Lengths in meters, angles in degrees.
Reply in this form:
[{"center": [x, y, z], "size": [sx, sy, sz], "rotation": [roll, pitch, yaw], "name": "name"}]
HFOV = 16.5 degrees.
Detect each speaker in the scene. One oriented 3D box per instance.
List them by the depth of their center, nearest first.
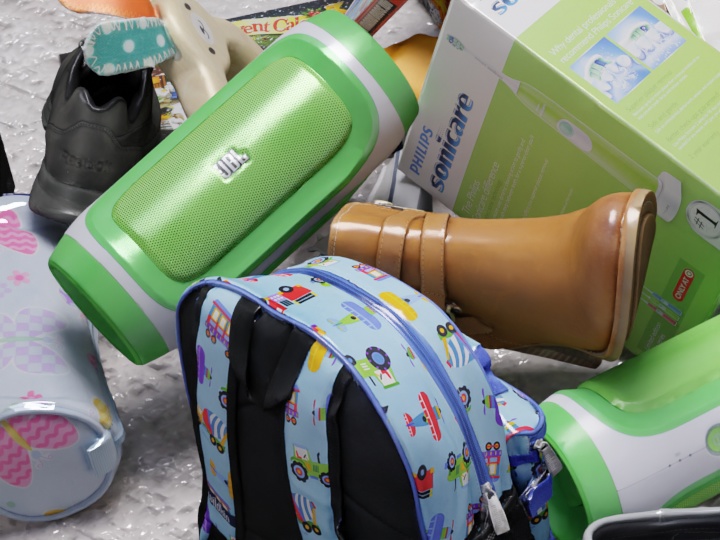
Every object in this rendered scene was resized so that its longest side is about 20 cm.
[{"center": [0.179, 0.068, 1.249], "size": [0.199, 0.089, 0.088], "rotation": [-25, 41, -19], "name": "speaker"}, {"center": [-0.066, -0.044, 1.299], "size": [0.200, 0.089, 0.088], "rotation": [-43, 46, -11], "name": "speaker"}]

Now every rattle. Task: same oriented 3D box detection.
[{"center": [-0.051, -0.125, 1.373], "size": [0.142, 0.200, 0.131], "rotation": [-19, 39, 31], "name": "rattle"}]

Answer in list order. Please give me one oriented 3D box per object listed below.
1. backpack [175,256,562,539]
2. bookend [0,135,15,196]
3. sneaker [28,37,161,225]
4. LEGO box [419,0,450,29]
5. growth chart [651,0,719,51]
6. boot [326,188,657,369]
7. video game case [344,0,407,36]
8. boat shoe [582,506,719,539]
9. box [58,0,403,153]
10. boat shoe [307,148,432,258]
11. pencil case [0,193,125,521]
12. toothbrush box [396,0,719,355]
[{"center": [0.001, 0.076, 1.182], "size": [0.134, 0.201, 0.182], "rotation": [-34, 44, -29], "name": "backpack"}, {"center": [-0.332, -0.025, 1.462], "size": [0.199, 0.092, 0.199], "rotation": [-1, 37, 12], "name": "bookend"}, {"center": [-0.145, -0.098, 1.433], "size": [0.076, 0.091, 0.200], "rotation": [10, 25, -10], "name": "sneaker"}, {"center": [0.137, -0.215, 1.614], "size": [0.199, 0.077, 0.149], "rotation": [-18, 40, -11], "name": "LEGO box"}, {"center": [0.230, -0.153, 1.505], "size": [0.144, 0.018, 0.201], "rotation": [-10, 65, -7], "name": "growth chart"}, {"center": [0.062, -0.010, 1.237], "size": [0.154, 0.200, 0.077], "rotation": [17, 80, -1], "name": "boot"}, {"center": [0.041, -0.199, 1.458], "size": [0.017, 0.200, 0.143], "rotation": [35, 69, -7], "name": "video game case"}, {"center": [0.201, 0.138, 1.169], "size": [0.199, 0.069, 0.072], "rotation": [0, 39, 12], "name": "boat shoe"}, {"center": [-0.084, -0.106, 1.554], "size": [0.199, 0.038, 0.137], "rotation": [-13, 39, -4], "name": "box"}, {"center": [0.000, 0.000, 1.378], "size": [0.065, 0.074, 0.200], "rotation": [4, 39, 9], "name": "boat shoe"}, {"center": [-0.178, 0.045, 1.352], "size": [0.090, 0.083, 0.200], "rotation": [1, 37, -10], "name": "pencil case"}, {"center": [0.132, -0.062, 1.319], "size": [0.200, 0.146, 0.086], "rotation": [37, 54, 15], "name": "toothbrush box"}]
